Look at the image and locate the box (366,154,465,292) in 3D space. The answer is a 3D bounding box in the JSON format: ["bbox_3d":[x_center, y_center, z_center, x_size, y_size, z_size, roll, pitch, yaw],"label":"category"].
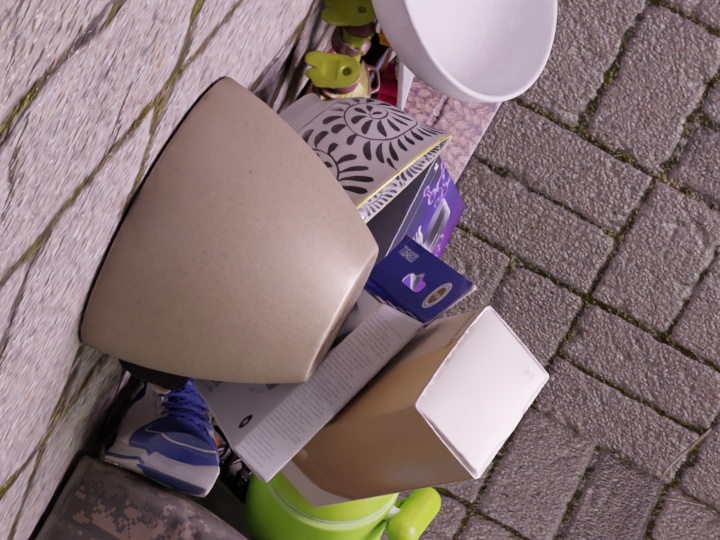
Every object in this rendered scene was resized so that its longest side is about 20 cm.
[{"bbox_3d":[0.000,0.000,1.839,0.201,0.079,0.141,-63,160,-9],"label":"box"}]

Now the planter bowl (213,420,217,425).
[{"bbox_3d":[-0.087,0.099,2.082,0.201,0.134,0.200,-60,176,-6],"label":"planter bowl"}]

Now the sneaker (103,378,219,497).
[{"bbox_3d":[-0.146,0.105,1.773,0.116,0.080,0.199,-68,-168,-4],"label":"sneaker"}]

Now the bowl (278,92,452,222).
[{"bbox_3d":[-0.037,-0.067,1.667,0.200,0.094,0.201,-40,177,-2],"label":"bowl"}]

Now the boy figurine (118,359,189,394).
[{"bbox_3d":[-0.123,0.035,1.716,0.125,0.064,0.200,-65,172,14],"label":"boy figurine"}]

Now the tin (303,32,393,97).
[{"bbox_3d":[-0.023,-0.140,1.945,0.200,0.042,0.112,-55,169,-62],"label":"tin"}]

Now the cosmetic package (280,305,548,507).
[{"bbox_3d":[0.027,0.097,1.584,0.200,0.071,0.105,-19,-153,53],"label":"cosmetic package"}]

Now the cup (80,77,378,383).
[{"bbox_3d":[-0.073,-0.004,1.499,0.201,0.143,0.200,-60,176,-7],"label":"cup"}]

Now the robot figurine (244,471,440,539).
[{"bbox_3d":[-0.028,0.165,1.783,0.116,0.175,0.200,-51,169,-31],"label":"robot figurine"}]

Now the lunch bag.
[{"bbox_3d":[-0.164,0.231,1.801,0.118,0.163,0.200,-61,175,-5],"label":"lunch bag"}]

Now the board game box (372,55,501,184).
[{"bbox_3d":[0.031,-0.110,2.101,0.160,0.097,0.200,-59,-171,-25],"label":"board game box"}]

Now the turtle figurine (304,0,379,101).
[{"bbox_3d":[-0.022,-0.138,1.771,0.201,0.064,0.161,-60,176,-18],"label":"turtle figurine"}]

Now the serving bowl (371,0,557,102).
[{"bbox_3d":[0.067,-0.223,1.740,0.066,0.201,0.200,-11,-145,40],"label":"serving bowl"}]

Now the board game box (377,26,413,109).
[{"bbox_3d":[0.053,-0.252,1.888,0.200,0.026,0.201,90,16,-78],"label":"board game box"}]

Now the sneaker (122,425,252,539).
[{"bbox_3d":[-0.115,0.178,1.906,0.074,0.199,0.080,-35,148,-51],"label":"sneaker"}]

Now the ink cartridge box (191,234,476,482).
[{"bbox_3d":[-0.025,0.047,1.629,0.200,0.041,0.200,-43,-164,-3],"label":"ink cartridge box"}]
